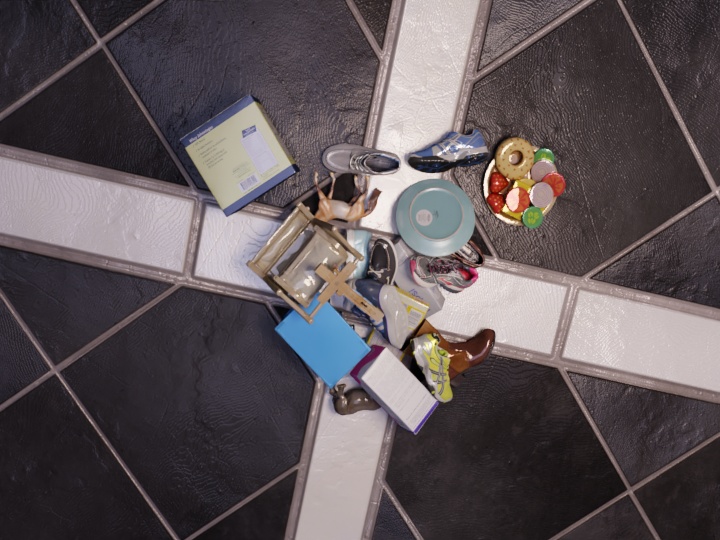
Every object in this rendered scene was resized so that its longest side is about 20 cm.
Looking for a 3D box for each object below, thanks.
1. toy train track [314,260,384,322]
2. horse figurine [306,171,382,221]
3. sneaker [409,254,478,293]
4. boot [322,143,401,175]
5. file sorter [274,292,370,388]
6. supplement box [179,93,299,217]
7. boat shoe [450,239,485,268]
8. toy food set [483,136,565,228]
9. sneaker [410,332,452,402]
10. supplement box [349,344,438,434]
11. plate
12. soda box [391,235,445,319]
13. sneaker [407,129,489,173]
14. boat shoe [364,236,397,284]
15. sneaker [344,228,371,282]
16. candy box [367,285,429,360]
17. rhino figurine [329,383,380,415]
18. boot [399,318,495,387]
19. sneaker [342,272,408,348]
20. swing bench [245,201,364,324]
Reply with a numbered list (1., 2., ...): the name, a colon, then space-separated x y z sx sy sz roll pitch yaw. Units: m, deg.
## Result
1. toy train track: -0.025 0.046 1.435 0.199 0.033 0.115 39 103 -24
2. horse figurine: -0.043 -0.169 1.579 0.194 0.050 0.137 4 98 -2
3. sneaker: 0.199 -0.002 1.559 0.196 0.074 0.083 11 64 -35
4. boot: 0.004 -0.266 1.541 0.194 0.096 0.076 2 99 -2
5. file sorter: -0.090 0.155 1.592 0.138 0.123 0.200 -42 97 6
6. supplement box: -0.277 -0.269 1.514 0.197 0.134 0.203 -31 99 4
7. boat shoe: 0.226 -0.077 1.591 0.197 0.070 0.071 32 96 -5
8. toy food set: 0.401 -0.212 1.584 0.194 0.049 0.204 23 97 -5
9. sneaker: 0.189 0.240 1.563 0.075 0.076 0.203 -24 119 8
10. supplement box: 0.082 0.290 1.588 0.200 0.101 0.104 45 75 -13
11. plate: 0.183 -0.134 1.559 0.194 0.026 0.206 0 73 -1
12. soda box: 0.129 0.018 1.596 0.067 0.064 0.202 -29 99 25
13. sneaker: 0.210 -0.289 1.565 0.194 0.076 0.079 -8 77 0
14. boat shoe: 0.042 0.013 1.560 0.073 0.060 0.204 29 134 24
15. sneaker: 0.000 0.000 1.596 0.079 0.074 0.206 0 104 -5
16. candy box: 0.087 0.145 1.608 0.100 0.027 0.203 26 118 2
17. rhino figurine: 0.018 0.319 1.652 0.194 0.060 0.090 -9 98 -6
18. boot: 0.221 0.176 1.613 0.199 0.069 0.188 38 109 -23
19. sneaker: 0.029 0.097 1.550 0.143 0.081 0.203 10 139 30
20. swing bench: -0.131 -0.023 1.494 0.200 0.199 0.130 -49 128 -5
